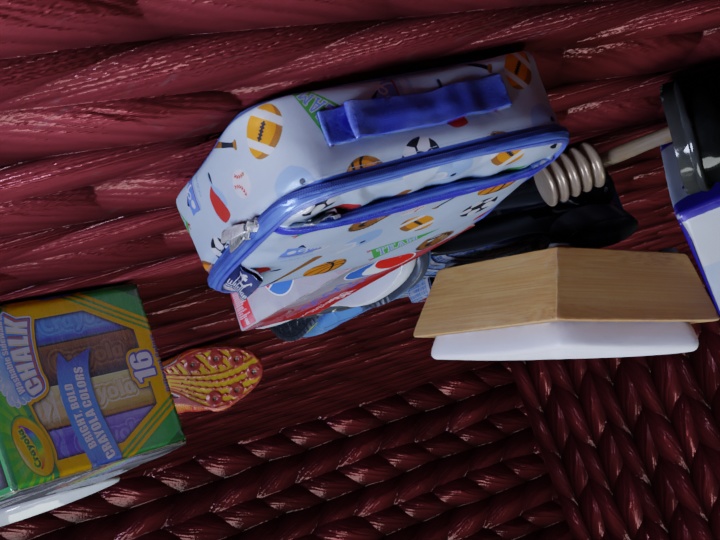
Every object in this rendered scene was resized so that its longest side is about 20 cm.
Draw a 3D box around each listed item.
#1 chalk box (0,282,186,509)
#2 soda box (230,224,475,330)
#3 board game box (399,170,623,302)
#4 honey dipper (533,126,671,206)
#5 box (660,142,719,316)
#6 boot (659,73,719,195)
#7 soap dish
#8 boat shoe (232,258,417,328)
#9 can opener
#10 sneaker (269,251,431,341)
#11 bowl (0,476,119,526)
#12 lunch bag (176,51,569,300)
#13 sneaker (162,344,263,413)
[{"bbox_3d":[-0.243,0.095,1.018,0.124,0.124,0.200,-25,170,39],"label":"chalk box"},{"bbox_3d":[-0.015,-0.021,0.998,0.070,0.064,0.200,-13,170,-37],"label":"soda box"},{"bbox_3d":[0.101,-0.014,1.344,0.200,0.062,0.200,-13,169,-40],"label":"board game box"},{"bbox_3d":[0.230,-0.103,1.169,0.200,0.038,0.038,-23,173,-10],"label":"honey dipper"},{"bbox_3d":[0.345,-0.066,1.184,0.184,0.105,0.200,-22,-162,15],"label":"box"},{"bbox_3d":[0.301,-0.119,1.035,0.158,0.080,0.211,-16,-175,27],"label":"boot"},{"bbox_3d":[0.158,0.028,1.190,0.157,0.081,0.200,2,173,-29],"label":"soap dish"},{"bbox_3d":[-0.020,-0.001,1.122,0.057,0.069,0.200,-10,175,-42],"label":"boat shoe"},{"bbox_3d":[0.127,-0.049,1.198,0.200,0.064,0.079,-5,-167,-28],"label":"can opener"},{"bbox_3d":[0.000,0.000,1.202,0.078,0.066,0.200,-25,178,-40],"label":"sneaker"},{"bbox_3d":[-0.380,0.228,1.693,0.201,0.091,0.201,-19,173,-3],"label":"bowl"},{"bbox_3d":[0.004,-0.052,0.806,0.200,0.076,0.160,-17,169,-29],"label":"lunch bag"},{"bbox_3d":[-0.199,0.117,1.538,0.200,0.073,0.077,-15,-167,-11],"label":"sneaker"}]
